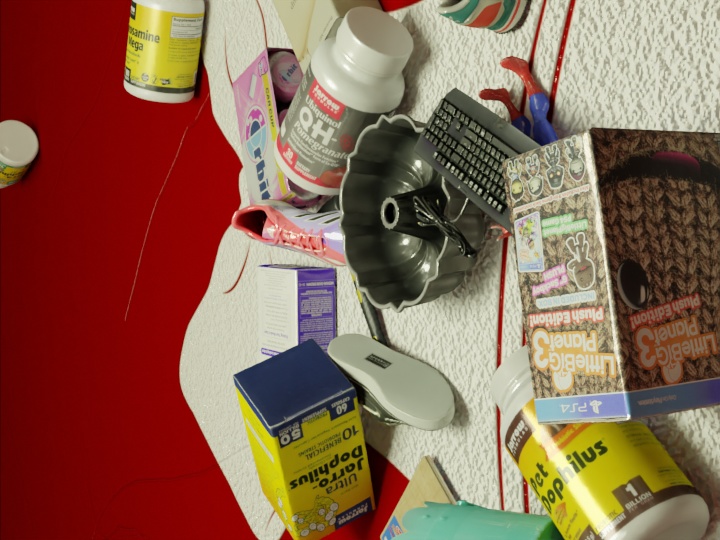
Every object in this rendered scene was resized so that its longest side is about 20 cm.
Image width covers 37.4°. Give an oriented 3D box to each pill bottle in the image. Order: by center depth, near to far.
[{"bbox_3d":[0.189,0.155,0.886,0.201,0.108,0.110,57,137,39],"label":"pill bottle"},{"bbox_3d":[-0.017,-0.190,1.191,0.201,0.109,0.112,-60,45,42],"label":"pill bottle"},{"bbox_3d":[-0.300,-0.370,1.636,0.112,0.111,0.203,38,124,50],"label":"pill bottle"},{"bbox_3d":[-0.843,-0.269,2.527,0.199,0.111,0.114,-29,68,55],"label":"pill bottle"}]

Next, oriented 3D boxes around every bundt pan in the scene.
[{"bbox_3d":[0.059,-0.059,1.108,0.201,0.075,0.205,3,93,56],"label":"bundt pan"}]

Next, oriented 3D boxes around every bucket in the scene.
[{"bbox_3d":[0.116,0.304,0.917,0.133,0.206,0.211,-7,86,32],"label":"bucket"}]

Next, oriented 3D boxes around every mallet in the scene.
[{"bbox_3d":[0.000,0.000,1.257,0.066,0.041,0.202,-49,57,45],"label":"mallet"}]

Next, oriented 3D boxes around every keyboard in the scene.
[{"bbox_3d":[0.098,-0.077,0.944,0.200,0.020,0.128,49,120,53],"label":"keyboard"}]

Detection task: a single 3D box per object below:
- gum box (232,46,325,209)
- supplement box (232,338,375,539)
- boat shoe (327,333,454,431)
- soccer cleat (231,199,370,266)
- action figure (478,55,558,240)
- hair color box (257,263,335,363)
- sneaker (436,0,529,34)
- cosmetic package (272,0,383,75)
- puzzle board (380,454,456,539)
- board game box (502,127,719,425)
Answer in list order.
[{"bbox_3d":[-0.103,-0.170,1.373,0.113,0.065,0.203,-27,70,57],"label":"gum box"},{"bbox_3d":[-0.063,0.203,1.241,0.110,0.108,0.202,44,151,48],"label":"supplement box"},{"bbox_3d":[0.037,0.134,1.181,0.199,0.070,0.064,31,140,49],"label":"boat shoe"},{"bbox_3d":[-0.070,-0.044,1.246,0.199,0.076,0.068,19,111,46],"label":"soccer cleat"},{"bbox_3d":[0.147,-0.100,0.951,0.065,0.098,0.202,-56,50,44],"label":"action figure"},{"bbox_3d":[-0.082,0.095,1.368,0.109,0.064,0.203,6,96,57],"label":"hair color box"},{"bbox_3d":[0.114,-0.324,0.983,0.070,0.092,0.203,26,115,54],"label":"sneaker"},{"bbox_3d":[-0.049,-0.334,1.269,0.104,0.072,0.202,-56,46,44],"label":"cosmetic package"},{"bbox_3d":[0.092,0.325,1.148,0.201,0.017,0.152,59,140,38],"label":"puzzle board"},{"bbox_3d":[0.208,0.005,0.797,0.096,0.158,0.203,-16,80,57],"label":"board game box"}]
